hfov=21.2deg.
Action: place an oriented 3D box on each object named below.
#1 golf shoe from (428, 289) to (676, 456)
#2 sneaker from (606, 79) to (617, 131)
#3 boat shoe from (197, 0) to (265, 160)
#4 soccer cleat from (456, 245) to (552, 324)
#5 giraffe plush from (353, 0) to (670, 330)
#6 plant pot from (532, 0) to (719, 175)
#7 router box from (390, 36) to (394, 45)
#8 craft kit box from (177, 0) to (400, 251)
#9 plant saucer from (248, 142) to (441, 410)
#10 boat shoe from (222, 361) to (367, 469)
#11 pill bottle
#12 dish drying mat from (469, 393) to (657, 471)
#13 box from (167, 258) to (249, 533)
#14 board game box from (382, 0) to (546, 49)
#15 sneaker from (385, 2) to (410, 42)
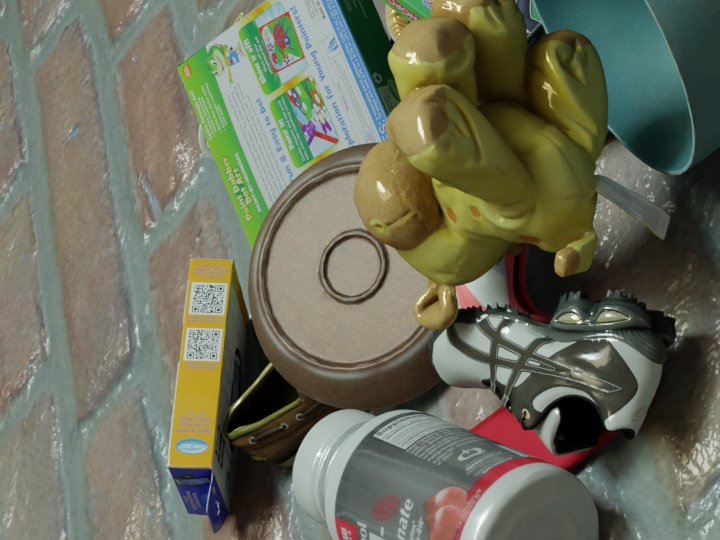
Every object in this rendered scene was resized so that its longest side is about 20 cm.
[{"bbox_3d":[0.108,0.070,1.217,0.200,0.078,0.095,-13,62,54],"label":"golf shoe"},{"bbox_3d":[0.114,-0.144,1.363,0.200,0.075,0.114,-8,68,56],"label":"sneaker"},{"bbox_3d":[-0.088,-0.188,1.690,0.200,0.072,0.060,-63,27,1],"label":"boat shoe"},{"bbox_3d":[0.081,-0.047,1.315,0.073,0.068,0.200,-10,89,22],"label":"soccer cleat"},{"bbox_3d":[0.068,-0.057,1.200,0.162,0.200,0.173,-33,14,48],"label":"giraffe plush"},{"bbox_3d":[0.202,-0.178,1.183,0.135,0.200,0.200,-30,35,-8],"label":"plant pot"},{"bbox_3d":[0.105,-0.263,1.466,0.200,0.052,0.157,-28,49,45],"label":"router box"},{"bbox_3d":[-0.040,-0.113,1.513,0.197,0.048,0.200,-27,83,42],"label":"craft kit box"},{"bbox_3d":[0.000,0.000,1.399,0.200,0.034,0.200,-6,77,25],"label":"plant saucer"},{"bbox_3d":[-0.028,0.076,1.449,0.200,0.068,0.072,-51,37,25],"label":"boat shoe"},{"bbox_3d":[0.047,0.153,1.238,0.200,0.111,0.111,18,87,49],"label":"pill bottle"},{"bbox_3d":[0.117,0.107,1.270,0.200,0.018,0.077,-41,43,36],"label":"dish drying mat"},{"bbox_3d":[-0.121,0.105,1.536,0.119,0.041,0.200,83,-168,-64],"label":"box"},{"bbox_3d":[0.108,-0.239,1.332,0.135,0.029,0.200,39,77,16],"label":"board game box"},{"bbox_3d":[0.065,-0.237,1.403,0.088,0.076,0.200,139,153,-68],"label":"sneaker"}]
